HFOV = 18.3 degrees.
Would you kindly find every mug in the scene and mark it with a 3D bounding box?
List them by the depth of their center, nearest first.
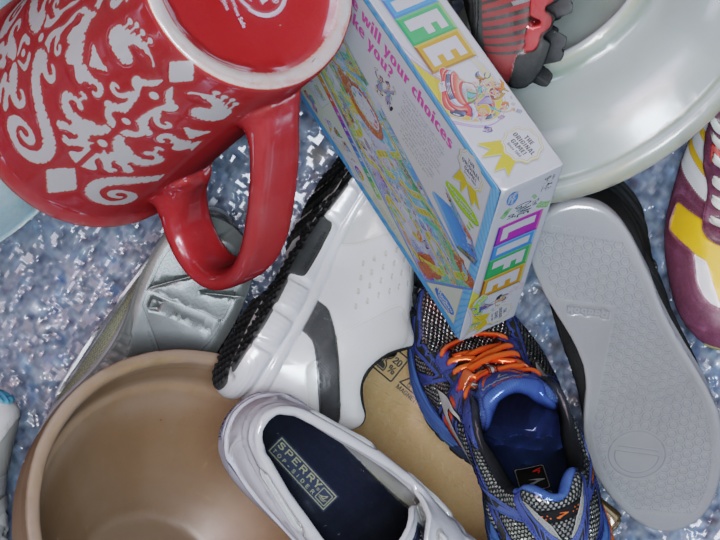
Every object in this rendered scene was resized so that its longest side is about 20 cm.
[{"bbox_3d":[-0.079,-0.097,1.087,0.177,0.200,0.134,37,62,-15],"label":"mug"}]

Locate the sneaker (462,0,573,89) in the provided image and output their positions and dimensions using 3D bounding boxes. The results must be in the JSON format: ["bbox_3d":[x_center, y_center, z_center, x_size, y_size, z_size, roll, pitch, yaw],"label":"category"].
[{"bbox_3d":[0.046,-0.180,1.030,0.098,0.071,0.201,-8,104,-2],"label":"sneaker"}]

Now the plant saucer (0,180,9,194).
[{"bbox_3d":[-0.150,-0.130,1.235,0.199,0.037,0.201,-1,86,11],"label":"plant saucer"}]

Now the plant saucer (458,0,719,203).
[{"bbox_3d":[0.109,-0.125,1.113,0.200,0.050,0.200,-24,40,22],"label":"plant saucer"}]

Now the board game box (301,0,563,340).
[{"bbox_3d":[0.020,-0.082,1.077,0.034,0.135,0.200,-24,65,-19],"label":"board game box"}]

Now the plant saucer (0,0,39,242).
[{"bbox_3d":[-0.234,-0.100,1.213,0.200,0.039,0.202,-1,86,11],"label":"plant saucer"}]

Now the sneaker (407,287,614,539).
[{"bbox_3d":[0.076,0.069,1.112,0.075,0.079,0.200,-19,47,-10],"label":"sneaker"}]

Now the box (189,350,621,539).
[{"bbox_3d":[0.011,0.130,1.190,0.200,0.021,0.164,40,95,11],"label":"box"}]

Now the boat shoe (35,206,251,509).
[{"bbox_3d":[-0.120,0.058,1.209,0.074,0.065,0.202,25,97,-8],"label":"boat shoe"}]

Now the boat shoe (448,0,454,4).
[{"bbox_3d":[0.062,-0.210,1.177,0.068,0.072,0.200,43,97,7],"label":"boat shoe"}]

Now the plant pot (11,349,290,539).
[{"bbox_3d":[-0.091,0.148,1.132,0.201,0.201,0.093,58,140,10],"label":"plant pot"}]

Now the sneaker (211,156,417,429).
[{"bbox_3d":[0.000,0.000,1.163,0.080,0.074,0.200,34,67,-11],"label":"sneaker"}]

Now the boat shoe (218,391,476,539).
[{"bbox_3d":[0.013,0.136,1.083,0.200,0.065,0.074,38,80,-11],"label":"boat shoe"}]

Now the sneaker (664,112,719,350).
[{"bbox_3d":[0.194,-0.059,1.129,0.075,0.090,0.201,8,87,12],"label":"sneaker"}]

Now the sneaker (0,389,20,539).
[{"bbox_3d":[-0.218,0.161,1.216,0.081,0.077,0.201,22,97,5],"label":"sneaker"}]

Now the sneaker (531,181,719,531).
[{"bbox_3d":[0.138,0.032,1.151,0.071,0.099,0.200,-17,114,13],"label":"sneaker"}]
